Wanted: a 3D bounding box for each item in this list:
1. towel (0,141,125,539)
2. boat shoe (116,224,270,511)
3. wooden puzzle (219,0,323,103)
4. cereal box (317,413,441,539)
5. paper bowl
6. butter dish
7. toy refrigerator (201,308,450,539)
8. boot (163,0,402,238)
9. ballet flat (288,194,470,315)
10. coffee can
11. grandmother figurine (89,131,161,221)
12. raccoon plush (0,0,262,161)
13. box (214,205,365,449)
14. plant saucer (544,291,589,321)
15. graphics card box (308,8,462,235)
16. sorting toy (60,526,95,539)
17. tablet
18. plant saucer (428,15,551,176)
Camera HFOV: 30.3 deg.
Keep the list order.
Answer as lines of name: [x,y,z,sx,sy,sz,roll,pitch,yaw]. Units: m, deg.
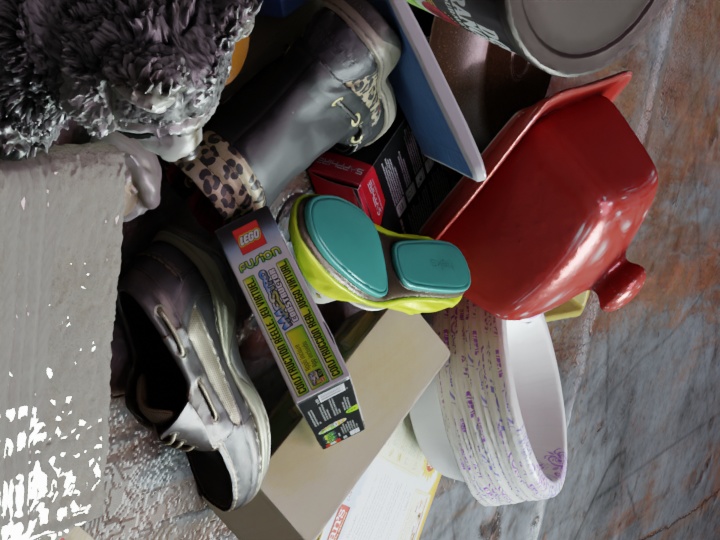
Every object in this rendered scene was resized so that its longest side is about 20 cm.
towel: [-0.163,0.042,0.616,0.132,0.034,0.203,-17,117,-60]
boat shoe: [-0.111,0.071,0.821,0.073,0.074,0.202,-34,126,-36]
wooden puzzle: [-0.074,-0.185,0.756,0.185,0.046,0.202,-45,142,-42]
cereal box: [0.012,0.181,1.132,0.200,0.039,0.146,41,68,-60]
paper bowl: [0.104,0.100,1.142,0.200,0.103,0.204,-11,90,-70]
butter dish: [0.154,-0.033,1.009,0.200,0.148,0.199,-50,166,30]
toy refrigerator: [-0.024,0.108,0.968,0.070,0.076,0.200,49,53,-11]
boot: [-0.047,-0.083,0.828,0.151,0.073,0.200,-46,178,-11]
ballet flat: [0.000,0.000,0.886,0.199,0.066,0.068,15,58,-54]
coffee can: [0.080,-0.221,0.813,0.145,0.200,0.148,-19,126,-29]
grandmother figurine: [-0.169,-0.009,0.677,0.200,0.060,0.122,-51,173,-40]
raccoon plush: [-0.135,-0.115,0.507,0.200,0.133,0.098,39,62,-32]
box: [-0.039,0.043,0.824,0.034,0.111,0.200,-26,165,-4]
plant saucer: [0.192,-0.052,1.324,0.199,0.048,0.203,-4,108,-61]
graphics card box: [0.040,-0.099,1.013,0.201,0.050,0.126,-57,148,-26]
sorting toy: [-0.196,0.240,0.748,0.201,0.069,0.200,-61,150,-23]
tablet: [0.032,-0.124,0.841,0.131,0.014,0.200,63,-2,-11]
plant saucer: [0.109,-0.168,1.013,0.200,0.036,0.203,-41,139,-49]
